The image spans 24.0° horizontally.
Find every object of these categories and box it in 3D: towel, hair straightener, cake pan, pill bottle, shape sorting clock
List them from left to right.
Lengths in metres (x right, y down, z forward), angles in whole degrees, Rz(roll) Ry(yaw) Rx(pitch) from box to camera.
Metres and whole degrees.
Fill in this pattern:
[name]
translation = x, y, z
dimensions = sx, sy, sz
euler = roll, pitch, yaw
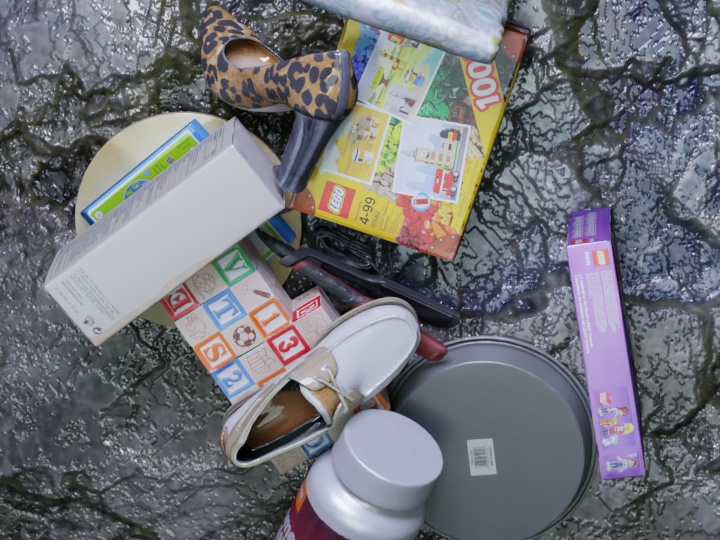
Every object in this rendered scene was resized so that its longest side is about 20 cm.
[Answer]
[shape sorting clock]
translation = -0.151, -0.043, 1.493
dimensions = 0.200, 0.039, 0.200
euler = -1, 107, -2
[pill bottle]
translation = -0.008, 0.222, 1.475
dimensions = 0.110, 0.110, 0.200
euler = 26, 123, 1
[hair straightener]
translation = 0.000, 0.000, 1.479
dimensions = 0.200, 0.041, 0.077
euler = 29, 62, -4
[towel]
translation = 0.039, -0.235, 1.341
dimensions = 0.171, 0.200, 0.048
euler = 17, 119, 2
[cake pan]
translation = 0.112, 0.159, 1.506
dimensions = 0.200, 0.037, 0.200
euler = 2, 104, 8

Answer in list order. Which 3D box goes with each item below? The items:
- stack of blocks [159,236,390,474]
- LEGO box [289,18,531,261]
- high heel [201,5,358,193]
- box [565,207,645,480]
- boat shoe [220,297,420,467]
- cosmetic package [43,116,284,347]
[stack of blocks]
translation = -0.075, 0.062, 1.477
dimensions = 0.115, 0.059, 0.200
euler = -32, 106, 7
[LEGO box]
translation = 0.042, -0.130, 1.425
dimensions = 0.149, 0.077, 0.200
euler = 18, 105, 3
[high heel]
translation = -0.066, -0.181, 1.383
dimensions = 0.200, 0.071, 0.143
euler = 60, 142, 27
[box]
translation = 0.206, 0.058, 1.416
dimensions = 0.039, 0.137, 0.200
euler = -8, 102, 10
[boat shoe]
translation = -0.030, 0.102, 1.424
dimensions = 0.200, 0.068, 0.075
euler = -39, 105, 9
[cosmetic package]
translation = -0.163, -0.034, 1.422
dimensions = 0.200, 0.104, 0.073
euler = -35, 107, 10
